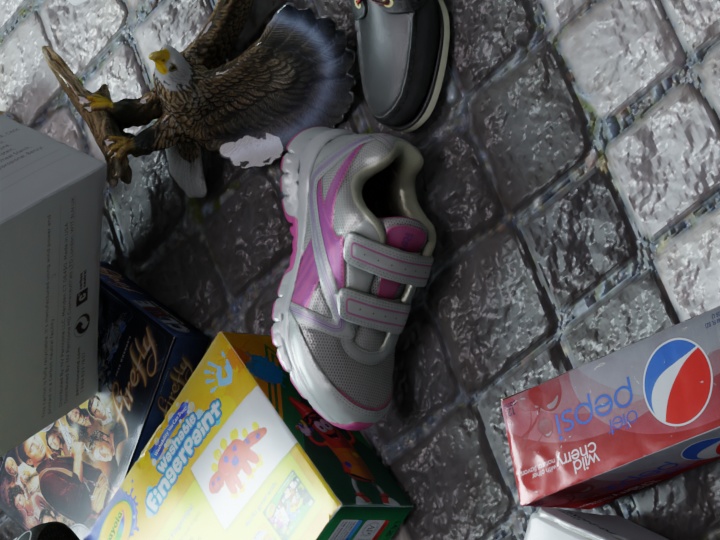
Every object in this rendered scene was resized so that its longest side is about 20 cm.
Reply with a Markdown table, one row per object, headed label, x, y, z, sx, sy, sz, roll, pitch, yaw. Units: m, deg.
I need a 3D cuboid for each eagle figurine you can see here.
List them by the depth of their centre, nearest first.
| label | x | y | z | sx | sy | sz | roll | pitch | yaw |
| --- | --- | --- | --- | --- | --- | --- | --- | --- | --- |
| eagle figurine | -0.100 | -0.138 | 1.779 | 0.200 | 0.151 | 0.152 | -33 | 103 | 6 |

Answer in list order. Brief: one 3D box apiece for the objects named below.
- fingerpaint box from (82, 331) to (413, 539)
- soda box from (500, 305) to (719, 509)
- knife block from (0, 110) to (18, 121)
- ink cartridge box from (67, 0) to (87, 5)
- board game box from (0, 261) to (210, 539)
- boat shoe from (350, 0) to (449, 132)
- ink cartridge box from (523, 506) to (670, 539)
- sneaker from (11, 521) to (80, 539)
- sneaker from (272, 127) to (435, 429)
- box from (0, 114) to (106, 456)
| label | x | y | z | sx | sy | sz | roll | pitch | yaw |
| --- | --- | --- | --- | --- | --- | --- | --- | --- | --- |
| fingerpaint box | -0.078 | 0.169 | 1.734 | 0.167 | 0.073 | 0.200 | 52 | 120 | 35 |
| soda box | 0.176 | 0.078 | 1.492 | 0.200 | 0.063 | 0.070 | -27 | 66 | 41 |
| knife block | -0.286 | -0.005 | 1.974 | 0.200 | 0.064 | 0.176 | 49 | 118 | 37 |
| ink cartridge box | -0.158 | -0.296 | 1.844 | 0.117 | 0.067 | 0.200 | -16 | 45 | 44 |
| board game box | -0.191 | 0.110 | 1.884 | 0.135 | 0.035 | 0.200 | 33 | 109 | 43 |
| boat shoe | 0.015 | -0.191 | 1.691 | 0.074 | 0.063 | 0.201 | -5 | 84 | 43 |
| ink cartridge box | 0.147 | 0.252 | 1.486 | 0.145 | 0.083 | 0.200 | 23 | 101 | 45 |
| sneaker | -0.165 | 0.256 | 1.793 | 0.086 | 0.080 | 0.200 | -32 | 89 | 41 |
| sneaker | 0.000 | 0.000 | 1.658 | 0.088 | 0.081 | 0.200 | -12 | 77 | 46 |
| box | -0.285 | 0.022 | 1.767 | 0.131 | 0.200 | 0.199 | 26 | 128 | 27 |
